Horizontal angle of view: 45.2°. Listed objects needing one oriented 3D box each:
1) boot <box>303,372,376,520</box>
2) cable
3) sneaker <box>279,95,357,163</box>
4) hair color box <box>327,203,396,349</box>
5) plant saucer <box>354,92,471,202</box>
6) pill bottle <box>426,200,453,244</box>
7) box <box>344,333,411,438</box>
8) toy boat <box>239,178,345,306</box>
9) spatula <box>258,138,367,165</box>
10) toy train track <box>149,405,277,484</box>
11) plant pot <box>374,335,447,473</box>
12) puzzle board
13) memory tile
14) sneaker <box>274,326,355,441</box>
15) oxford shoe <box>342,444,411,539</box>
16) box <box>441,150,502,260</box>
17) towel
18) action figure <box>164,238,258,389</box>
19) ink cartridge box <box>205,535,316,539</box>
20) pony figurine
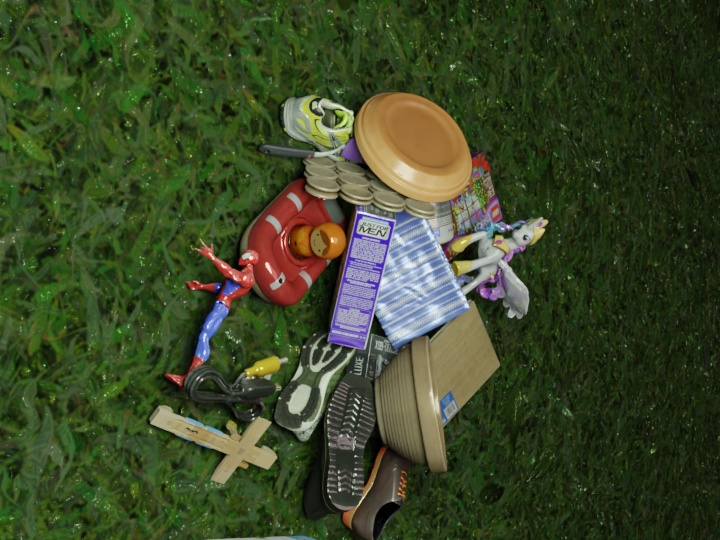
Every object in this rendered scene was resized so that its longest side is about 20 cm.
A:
[{"bbox_3d":[-0.043,0.265,1.290,0.076,0.138,0.203,21,59,-15],"label":"boot"},{"bbox_3d":[-0.177,0.159,1.164,0.199,0.050,0.098,9,117,-54],"label":"cable"},{"bbox_3d":[-0.032,-0.210,1.318,0.198,0.076,0.077,13,79,-49],"label":"sneaker"},{"bbox_3d":[0.000,0.000,1.278,0.064,0.110,0.203,13,107,-5],"label":"hair color box"},{"bbox_3d":[0.086,-0.194,1.299,0.197,0.038,0.203,15,53,-20],"label":"plant saucer"},{"bbox_3d":[0.088,-0.144,1.419,0.113,0.113,0.204,-16,103,-45],"label":"pill bottle"},{"bbox_3d":[0.053,0.199,1.428,0.198,0.049,0.161,18,77,-46],"label":"box"},{"bbox_3d":[-0.075,-0.040,1.231,0.201,0.129,0.132,-51,124,-34],"label":"toy boat"},{"bbox_3d":[-0.056,-0.177,1.283,0.197,0.057,0.021,-2,67,-26],"label":"spatula"},{"bbox_3d":[-0.197,0.221,1.165,0.199,0.033,0.115,31,103,-36],"label":"toy train track"},{"bbox_3d":[0.073,0.205,1.305,0.201,0.091,0.205,-8,90,-84],"label":"plant pot"},{"bbox_3d":[0.146,0.168,1.451,0.200,0.017,0.152,-42,124,-23],"label":"puzzle board"},{"bbox_3d":[0.011,-0.123,1.277,0.197,0.154,0.017,12,114,-13],"label":"memory tile"},{"bbox_3d":[-0.062,0.170,1.308,0.201,0.076,0.089,-56,154,-31],"label":"sneaker"},{"bbox_3d":[0.054,0.336,1.375,0.071,0.072,0.202,39,80,-46],"label":"oxford shoe"},{"bbox_3d":[0.178,-0.118,1.570,0.199,0.039,0.139,-36,116,-41],"label":"box"},{"bbox_3d":[0.070,0.005,1.367,0.202,0.143,0.024,62,4,-5],"label":"towel"},{"bbox_3d":[-0.209,0.044,1.130,0.098,0.065,0.201,36,74,-11],"label":"action figure"},{"bbox_3d":[-0.117,0.415,1.197,0.198,0.115,0.068,15,80,-45],"label":"ink cartridge box"},{"bbox_3d":[0.221,-0.009,1.489,0.197,0.194,0.168,-21,61,-20],"label":"pony figurine"}]
